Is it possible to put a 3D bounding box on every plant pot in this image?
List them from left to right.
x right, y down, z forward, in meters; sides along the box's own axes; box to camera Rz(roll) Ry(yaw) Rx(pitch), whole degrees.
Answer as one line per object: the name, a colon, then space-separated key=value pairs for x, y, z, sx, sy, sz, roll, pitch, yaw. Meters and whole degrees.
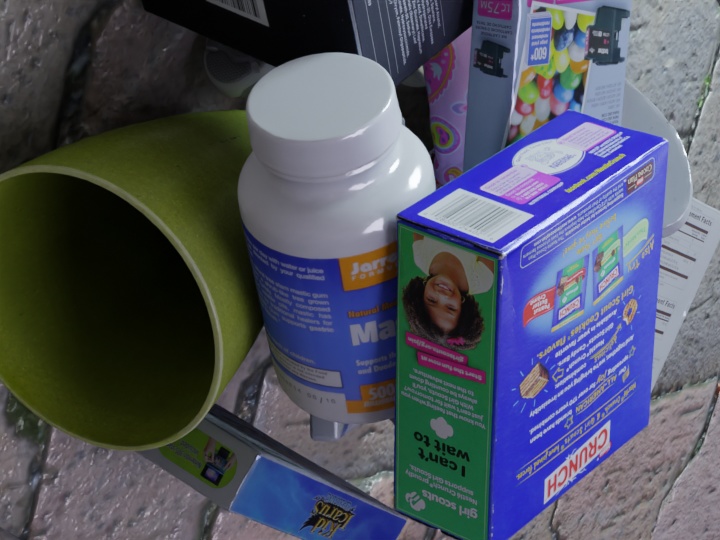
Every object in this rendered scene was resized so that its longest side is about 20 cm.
plant pot: x=-0.116 y=-0.019 z=1.302 sx=0.200 sy=0.187 sz=0.187 roll=-44 pitch=144 yaw=-50

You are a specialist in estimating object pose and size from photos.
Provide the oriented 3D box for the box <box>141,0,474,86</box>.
box: x=-0.013 y=-0.214 z=1.266 sx=0.182 sy=0.200 sz=0.104 roll=-41 pitch=139 yaw=-28

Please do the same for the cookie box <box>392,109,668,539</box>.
cookie box: x=0.097 y=0.034 z=1.210 sx=0.171 sy=0.075 sz=0.200 roll=-32 pitch=133 yaw=-42

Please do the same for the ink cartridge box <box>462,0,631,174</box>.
ink cartridge box: x=0.112 y=-0.100 z=1.267 sx=0.119 sy=0.042 sz=0.200 roll=-13 pitch=114 yaw=-47

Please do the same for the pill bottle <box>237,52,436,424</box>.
pill bottle: x=-0.009 y=-0.019 z=1.198 sx=0.112 sy=0.112 sz=0.200 roll=-40 pitch=139 yaw=-30

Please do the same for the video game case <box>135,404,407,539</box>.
video game case: x=-0.089 y=0.124 z=1.409 sx=0.045 sy=0.181 sz=0.200 roll=-60 pitch=145 yaw=-2

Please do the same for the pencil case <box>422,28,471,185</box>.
pencil case: x=0.082 y=-0.154 z=1.414 sx=0.087 sy=0.087 sz=0.200 roll=-26 pitch=119 yaw=-42

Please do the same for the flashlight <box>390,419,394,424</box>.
flashlight: x=0.009 y=0.048 z=1.598 sx=0.068 sy=0.068 sz=0.200 roll=-35 pitch=148 yaw=4

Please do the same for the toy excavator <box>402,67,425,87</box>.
toy excavator: x=0.103 y=-0.235 z=1.478 sx=0.100 sy=0.194 sz=0.200 roll=37 pitch=54 yaw=-56

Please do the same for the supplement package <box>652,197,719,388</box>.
supplement package: x=0.207 y=0.015 z=1.785 sx=0.109 sy=0.114 sz=0.200 roll=18 pitch=96 yaw=-56

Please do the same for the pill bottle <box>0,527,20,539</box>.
pill bottle: x=-0.250 y=0.276 z=1.362 sx=0.200 sy=0.111 sz=0.111 roll=-57 pitch=145 yaw=-9

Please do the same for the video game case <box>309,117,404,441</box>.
video game case: x=0.000 y=0.000 z=1.428 sx=0.182 sy=0.022 sz=0.200 roll=-26 pitch=117 yaw=-73

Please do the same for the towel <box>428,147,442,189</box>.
towel: x=0.084 y=-0.026 z=1.554 sx=0.145 sy=0.022 sz=0.200 roll=-50 pitch=145 yaw=-30

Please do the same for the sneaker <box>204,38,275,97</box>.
sneaker: x=-0.021 y=-0.173 z=1.392 sx=0.200 sy=0.075 sz=0.082 roll=-46 pitch=141 yaw=-24

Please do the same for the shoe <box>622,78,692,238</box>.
shoe: x=0.168 y=-0.090 z=1.480 sx=0.071 sy=0.200 sz=0.091 roll=-28 pitch=153 yaw=-7
